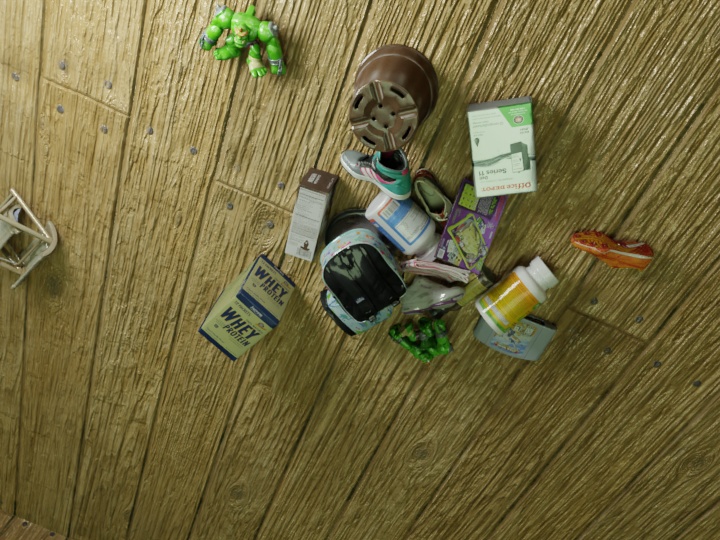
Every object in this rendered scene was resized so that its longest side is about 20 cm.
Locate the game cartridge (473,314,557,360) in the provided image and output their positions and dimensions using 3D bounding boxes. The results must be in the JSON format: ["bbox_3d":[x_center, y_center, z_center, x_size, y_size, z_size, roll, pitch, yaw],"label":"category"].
[{"bbox_3d":[0.415,0.170,1.732,0.197,0.042,0.135,21,119,0],"label":"game cartridge"}]

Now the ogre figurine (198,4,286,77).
[{"bbox_3d":[-0.261,-0.517,1.422,0.198,0.098,0.121,33,142,9],"label":"ogre figurine"}]

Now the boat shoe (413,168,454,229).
[{"bbox_3d":[0.194,-0.158,1.563,0.071,0.063,0.201,-27,113,24],"label":"boat shoe"}]

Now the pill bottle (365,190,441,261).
[{"bbox_3d":[0.116,-0.110,1.581,0.200,0.113,0.112,43,121,-15],"label":"pill bottle"}]

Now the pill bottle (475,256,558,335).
[{"bbox_3d":[0.398,0.060,1.609,0.200,0.111,0.111,-41,106,15],"label":"pill bottle"}]

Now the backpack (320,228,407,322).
[{"bbox_3d":[0.000,0.000,1.543,0.176,0.152,0.200,-33,122,15],"label":"backpack"}]

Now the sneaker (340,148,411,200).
[{"bbox_3d":[0.037,-0.257,1.486,0.198,0.084,0.122,31,147,18],"label":"sneaker"}]

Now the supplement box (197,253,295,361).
[{"bbox_3d":[-0.309,0.101,1.755,0.134,0.201,0.199,42,120,-16],"label":"supplement box"}]

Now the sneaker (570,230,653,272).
[{"bbox_3d":[0.602,-0.040,1.539,0.197,0.073,0.078,18,134,5],"label":"sneaker"}]

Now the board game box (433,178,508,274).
[{"bbox_3d":[0.266,-0.105,1.535,0.118,0.032,0.203,21,90,1],"label":"board game box"}]

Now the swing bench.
[{"bbox_3d":[-1.006,-0.088,1.847,0.198,0.131,0.200,-33,115,27],"label":"swing bench"}]

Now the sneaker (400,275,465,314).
[{"bbox_3d":[0.181,0.055,1.665,0.198,0.074,0.102,-15,73,38],"label":"sneaker"}]

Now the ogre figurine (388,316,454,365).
[{"bbox_3d":[0.178,0.191,1.760,0.198,0.099,0.120,-29,114,30],"label":"ogre figurine"}]

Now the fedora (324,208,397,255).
[{"bbox_3d":[-0.005,-0.063,1.649,0.196,0.091,0.179,5,123,9],"label":"fedora"}]

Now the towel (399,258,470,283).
[{"bbox_3d":[0.179,0.004,1.592,0.144,0.200,0.030,14,85,-8],"label":"towel"}]

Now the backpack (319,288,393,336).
[{"bbox_3d":[0.008,0.083,1.718,0.199,0.155,0.163,-35,116,15],"label":"backpack"}]

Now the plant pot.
[{"bbox_3d":[0.063,-0.366,1.383,0.196,0.199,0.203,6,122,10],"label":"plant pot"}]

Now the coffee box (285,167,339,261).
[{"bbox_3d":[-0.124,-0.142,1.615,0.078,0.115,0.202,18,123,2],"label":"coffee box"}]

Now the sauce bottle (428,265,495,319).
[{"bbox_3d":[0.263,0.063,1.683,0.065,0.065,0.199,43,122,-15],"label":"sauce bottle"}]

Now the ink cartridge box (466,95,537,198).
[{"bbox_3d":[0.320,-0.275,1.435,0.144,0.083,0.203,-5,114,13],"label":"ink cartridge box"}]
